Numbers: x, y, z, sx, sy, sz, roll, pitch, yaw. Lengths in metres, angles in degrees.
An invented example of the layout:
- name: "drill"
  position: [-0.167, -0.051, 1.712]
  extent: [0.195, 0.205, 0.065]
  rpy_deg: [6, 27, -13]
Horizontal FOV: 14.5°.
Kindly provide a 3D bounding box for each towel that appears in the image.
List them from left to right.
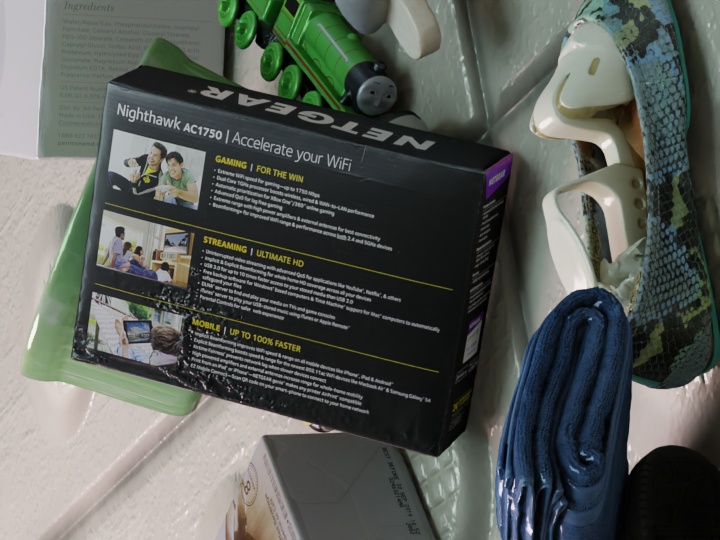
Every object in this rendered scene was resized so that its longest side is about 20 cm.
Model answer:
- name: "towel"
  position: [0.084, 0.106, 1.184]
  extent: [0.200, 0.049, 0.112]
  rpy_deg: [85, -164, -48]

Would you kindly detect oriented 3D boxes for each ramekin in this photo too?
- name: "ramekin"
  position: [-0.104, -0.018, 1.550]
  extent: [0.200, 0.098, 0.200]
  rpy_deg: [-158, 90, -88]

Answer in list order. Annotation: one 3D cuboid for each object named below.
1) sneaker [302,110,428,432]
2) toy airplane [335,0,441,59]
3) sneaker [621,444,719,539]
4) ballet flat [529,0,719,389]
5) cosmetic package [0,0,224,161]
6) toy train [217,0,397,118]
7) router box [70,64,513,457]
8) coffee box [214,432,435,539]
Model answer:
- name: "sneaker"
  position: [0.000, 0.000, 1.467]
  extent: [0.076, 0.075, 0.200]
  rpy_deg: [48, 137, 25]
- name: "toy airplane"
  position: [-0.025, -0.208, 1.418]
  extent: [0.200, 0.141, 0.199]
  rpy_deg: [12, 109, 57]
- name: "sneaker"
  position: [0.130, 0.182, 1.179]
  extent: [0.104, 0.060, 0.200]
  rpy_deg: [-47, 51, 49]
- name: "ballet flat"
  position: [0.109, -0.047, 1.223]
  extent: [0.074, 0.074, 0.200]
  rpy_deg: [137, 129, -57]
- name: "cosmetic package"
  position: [-0.171, -0.170, 1.749]
  extent: [0.199, 0.123, 0.200]
  rpy_deg: [-168, 79, -64]
- name: "toy train"
  position: [-0.027, -0.121, 1.544]
  extent: [0.056, 0.042, 0.200]
  rpy_deg: [-66, 32, 20]
- name: "router box"
  position: [-0.036, -0.006, 1.397]
  extent: [0.051, 0.200, 0.149]
  rpy_deg: [-38, -40, -66]
- name: "coffee box"
  position: [-0.033, 0.192, 1.496]
  extent: [0.200, 0.080, 0.113]
  rpy_deg: [-65, 35, 40]
